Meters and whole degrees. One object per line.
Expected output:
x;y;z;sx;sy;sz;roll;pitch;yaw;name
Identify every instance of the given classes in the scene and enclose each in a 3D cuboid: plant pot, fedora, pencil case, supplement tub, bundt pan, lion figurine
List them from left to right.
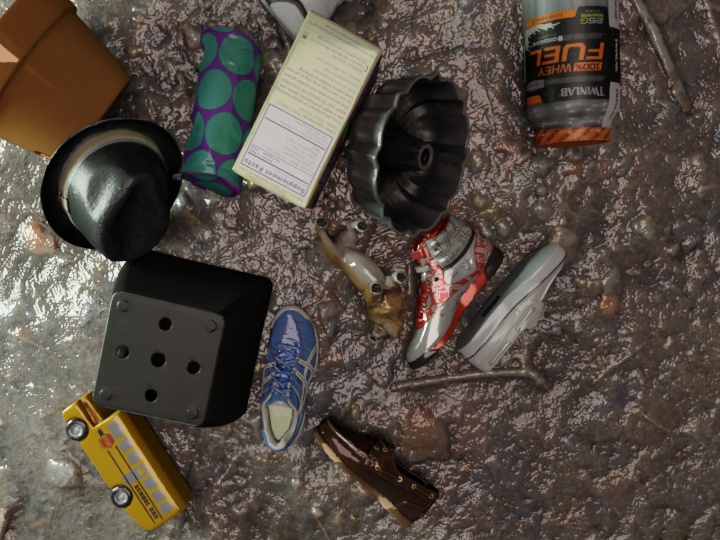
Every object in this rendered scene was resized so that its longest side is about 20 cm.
-0.378;-0.225;0.850;0.139;0.200;0.201;35;93;-20;plant pot
-0.289;-0.083;0.852;0.200;0.201;0.092;-39;59;1;fedora
-0.235;0.094;0.880;0.197;0.177;0.203;13;94;-2;plant pot
-0.180;-0.201;0.887;0.092;0.085;0.203;3;82;40;pencil case
0.000;0.000;0.928;0.072;0.123;0.201;-28;79;-15;lion figurine
0.055;-0.149;0.877;0.075;0.201;0.205;19;95;38;bundt pan
0.271;-0.264;0.892;0.121;0.123;0.203;-4;95;-1;supplement tub

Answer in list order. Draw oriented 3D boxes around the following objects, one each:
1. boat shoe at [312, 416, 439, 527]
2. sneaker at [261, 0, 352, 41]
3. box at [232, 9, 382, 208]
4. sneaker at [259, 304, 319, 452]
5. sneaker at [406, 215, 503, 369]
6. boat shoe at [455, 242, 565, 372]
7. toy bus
0.024;0.264;0.956;0.200;0.070;0.070;43;99;-13;boat shoe
-0.095;-0.401;0.896;0.115;0.075;0.201;-39;100;1;sneaker
-0.061;-0.186;0.861;0.096;0.176;0.202;27;93;-3;box
-0.096;0.148;0.938;0.074;0.077;0.203;3;93;0;sneaker
0.095;0.024;0.936;0.107;0.067;0.202;37;88;-10;sneaker
0.216;0.054;0.944;0.066;0.072;0.201;39;93;-9;boat shoe
-0.317;0.252;0.945;0.078;0.065;0.202;-31;95;1;toy bus
